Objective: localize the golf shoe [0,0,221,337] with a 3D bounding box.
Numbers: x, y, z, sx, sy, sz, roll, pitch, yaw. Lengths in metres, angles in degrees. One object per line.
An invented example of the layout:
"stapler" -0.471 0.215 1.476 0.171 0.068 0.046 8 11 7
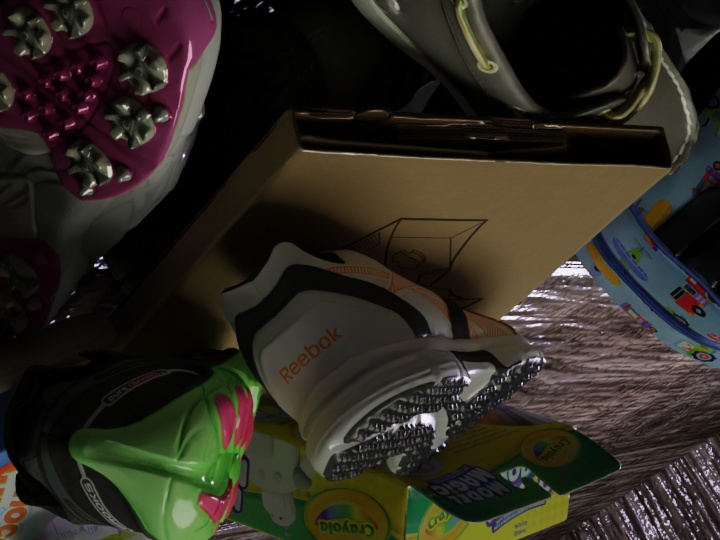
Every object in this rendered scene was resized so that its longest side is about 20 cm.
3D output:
"golf shoe" -0.087 -0.056 0.870 0.092 0.075 0.200 -42 177 -37

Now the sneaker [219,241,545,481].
"sneaker" 0.010 0.026 0.947 0.074 0.080 0.200 -42 167 7

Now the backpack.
"backpack" 0.173 -0.036 1.162 0.200 0.183 0.135 -50 -175 -39

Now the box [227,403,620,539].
"box" -0.002 0.077 1.085 0.200 0.048 0.117 14 -162 38

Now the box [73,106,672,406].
"box" 0.000 0.000 0.980 0.163 0.021 0.200 1 151 -32

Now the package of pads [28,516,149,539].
"package of pads" -0.112 0.160 1.245 0.068 0.155 0.200 -26 -163 -6

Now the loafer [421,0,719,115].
"loafer" 0.093 -0.090 1.071 0.200 0.073 0.072 -35 -174 -27

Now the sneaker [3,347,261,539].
"sneaker" -0.081 0.055 0.920 0.200 0.084 0.077 104 1 -84

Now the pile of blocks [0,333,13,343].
"pile of blocks" -0.187 0.028 0.936 0.200 0.062 0.082 -15 159 -49

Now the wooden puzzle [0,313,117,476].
"wooden puzzle" -0.193 0.094 0.934 0.200 0.046 0.185 -36 174 26

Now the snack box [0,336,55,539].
"snack box" -0.195 0.104 1.132 0.200 0.037 0.116 -44 146 19

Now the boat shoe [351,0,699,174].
"boat shoe" 0.072 -0.079 0.948 0.202 0.060 0.072 33 82 -47

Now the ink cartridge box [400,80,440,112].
"ink cartridge box" -0.002 -0.029 1.171 0.200 0.050 0.162 -32 167 -12

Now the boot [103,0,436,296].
"boot" -0.020 -0.055 1.013 0.131 0.068 0.200 -29 169 -35
